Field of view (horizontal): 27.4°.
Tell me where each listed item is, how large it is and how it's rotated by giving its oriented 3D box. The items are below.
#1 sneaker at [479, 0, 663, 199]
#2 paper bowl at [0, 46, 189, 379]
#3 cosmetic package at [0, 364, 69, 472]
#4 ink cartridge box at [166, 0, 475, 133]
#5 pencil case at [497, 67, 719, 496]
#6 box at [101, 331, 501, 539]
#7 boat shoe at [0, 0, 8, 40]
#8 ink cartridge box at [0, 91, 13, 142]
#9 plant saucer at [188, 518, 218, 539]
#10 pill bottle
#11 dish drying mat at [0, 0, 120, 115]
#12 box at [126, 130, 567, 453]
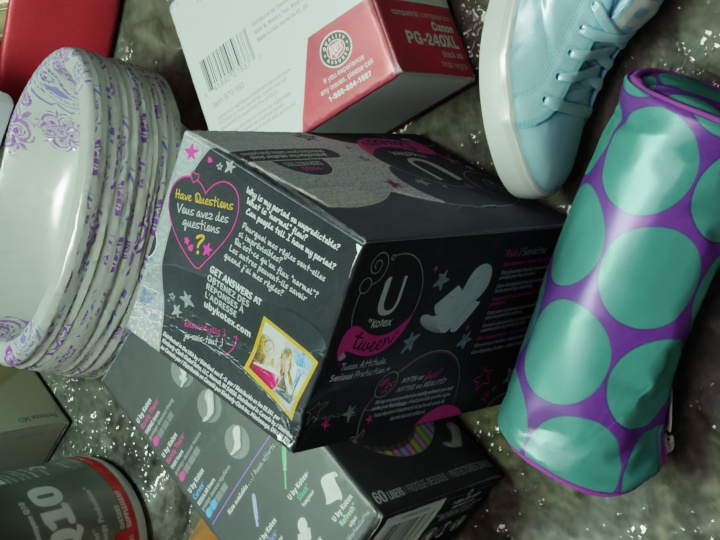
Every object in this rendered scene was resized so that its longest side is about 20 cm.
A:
[{"bbox_3d":[0.115,-0.133,0.751,0.081,0.073,0.203,14,104,40],"label":"sneaker"},{"bbox_3d":[-0.165,-0.031,0.940,0.200,0.103,0.204,-32,51,51],"label":"paper bowl"},{"bbox_3d":[-0.317,0.070,1.100,0.200,0.103,0.073,48,120,24],"label":"cosmetic package"},{"bbox_3d":[-0.038,-0.172,0.864,0.144,0.083,0.203,-27,77,37],"label":"ink cartridge box"},{"bbox_3d":[0.140,0.006,0.735,0.091,0.085,0.202,17,108,-3],"label":"pencil case"},{"bbox_3d":[-0.037,0.091,0.861,0.200,0.121,0.107,48,121,24],"label":"box"},{"bbox_3d":[-0.282,-0.204,1.040,0.197,0.065,0.073,-2,79,19],"label":"boat shoe"},{"bbox_3d":[-0.346,-0.079,1.017,0.198,0.084,0.146,17,87,43],"label":"ink cartridge box"},{"bbox_3d":[-0.066,0.239,0.931,0.199,0.037,0.204,-1,89,49],"label":"plant saucer"},{"bbox_3d":[-0.250,0.196,0.993,0.113,0.199,0.116,4,97,38],"label":"pill bottle"},{"bbox_3d":[-0.197,-0.201,1.001,0.018,0.076,0.203,-137,57,-61],"label":"dish drying mat"},{"bbox_3d":[0.000,0.000,0.774,0.131,0.199,0.116,32,111,32],"label":"box"}]
